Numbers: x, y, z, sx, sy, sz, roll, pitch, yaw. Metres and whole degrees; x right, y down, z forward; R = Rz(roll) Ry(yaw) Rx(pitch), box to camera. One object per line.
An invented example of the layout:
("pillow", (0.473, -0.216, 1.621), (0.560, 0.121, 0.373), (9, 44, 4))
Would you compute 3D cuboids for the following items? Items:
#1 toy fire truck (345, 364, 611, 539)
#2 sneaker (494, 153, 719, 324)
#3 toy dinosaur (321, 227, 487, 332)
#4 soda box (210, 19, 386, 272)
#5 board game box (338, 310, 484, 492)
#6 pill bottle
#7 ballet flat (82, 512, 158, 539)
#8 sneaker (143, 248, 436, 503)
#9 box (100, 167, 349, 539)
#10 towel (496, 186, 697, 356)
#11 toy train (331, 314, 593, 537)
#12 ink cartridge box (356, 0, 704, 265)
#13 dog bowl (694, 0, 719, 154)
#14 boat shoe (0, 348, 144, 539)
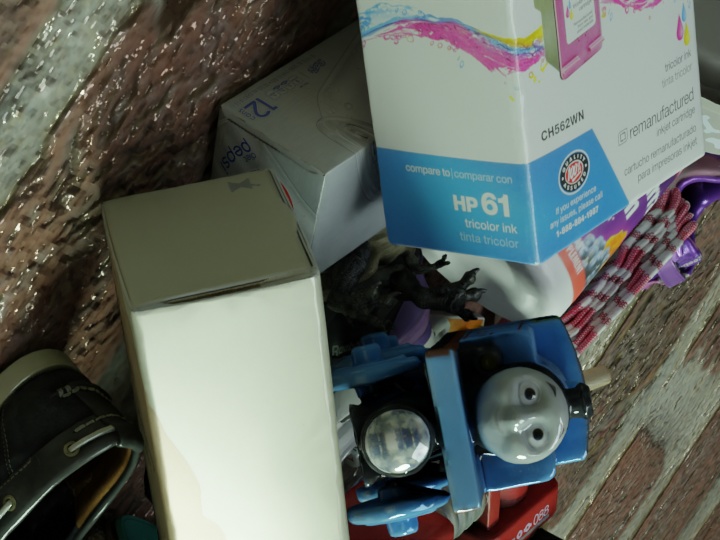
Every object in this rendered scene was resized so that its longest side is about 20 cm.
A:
("toy fire truck", (0.060, 0.133, 1.250), (0.176, 0.128, 0.201), (-33, 136, -42))
("sneaker", (0.162, -0.012, 1.348), (0.201, 0.088, 0.080), (-54, 158, -2))
("toy dinosaur", (0.000, 0.000, 1.006), (0.199, 0.088, 0.048), (-28, 129, -35))
("soda box", (0.018, -0.077, 1.008), (0.200, 0.063, 0.069), (-36, 149, -40))
("board game box", (-0.006, 0.115, 1.261), (0.201, 0.026, 0.200), (-61, 157, 11))
("pill bottle", (0.119, -0.078, 1.145), (0.200, 0.111, 0.112), (-49, 156, -18))
("ballet flat", (-0.097, 0.165, 1.110), (0.075, 0.068, 0.200), (-36, 154, 17))
("sneaker", (-0.039, 0.040, 1.065), (0.200, 0.075, 0.088), (-40, 138, -42))
("box", (-0.054, 0.068, 0.928), (0.077, 0.095, 0.201), (-12, 122, -9))
("towel", (0.091, 0.036, 1.207), (0.200, 0.030, 0.146), (-43, -174, -35))
("toy train", (0.048, 0.064, 0.987), (0.114, 0.087, 0.200), (-13, 179, 5))
("ink cartridge box", (0.072, -0.123, 0.930), (0.144, 0.084, 0.201), (-31, 120, -44))
("dog bowl", (0.185, -0.146, 1.094), (0.200, 0.200, 0.059), (-42, 171, -30))
("boat shoe", (-0.161, 0.134, 0.928), (0.201, 0.068, 0.072), (-59, 157, 11))
